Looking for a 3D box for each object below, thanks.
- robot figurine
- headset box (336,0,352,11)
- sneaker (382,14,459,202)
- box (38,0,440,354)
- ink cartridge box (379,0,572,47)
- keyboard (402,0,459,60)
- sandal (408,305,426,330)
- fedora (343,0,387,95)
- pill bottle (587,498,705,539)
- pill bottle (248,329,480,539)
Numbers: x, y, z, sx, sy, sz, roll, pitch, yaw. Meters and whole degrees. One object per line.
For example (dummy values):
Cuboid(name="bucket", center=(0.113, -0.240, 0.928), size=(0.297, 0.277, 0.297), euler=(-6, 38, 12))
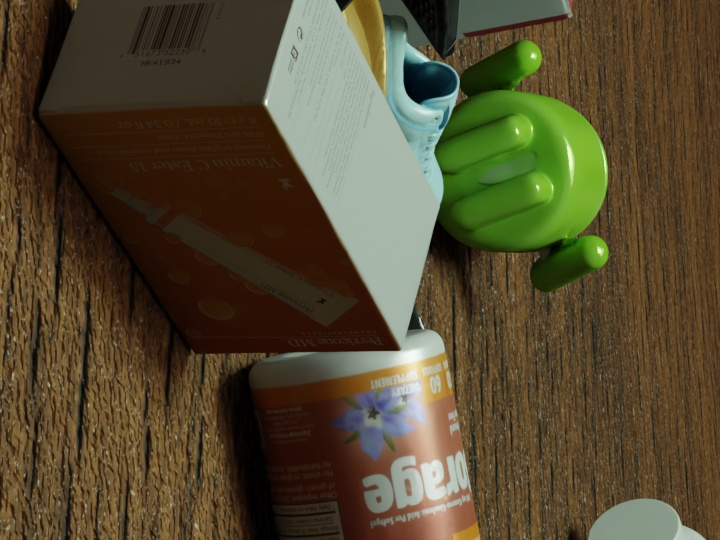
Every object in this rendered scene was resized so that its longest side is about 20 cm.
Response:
Cuboid(name="robot figurine", center=(0.114, -0.071, 1.905), size=(0.176, 0.115, 0.200), euler=(69, 16, 5))
Cuboid(name="headset box", center=(-0.031, -0.233, 1.452), size=(0.149, 0.075, 0.200), euler=(41, 35, -7))
Cuboid(name="sneaker", center=(0.032, -0.096, 1.715), size=(0.200, 0.082, 0.074), euler=(54, 31, -55))
Cuboid(name="box", center=(-0.056, -0.054, 1.318), size=(0.200, 0.124, 0.098), euler=(60, 36, -47))
Cuboid(name="ink cartridge box", center=(0.078, -0.252, 1.843), size=(0.200, 0.146, 0.083), euler=(-78, 153, -49))
Cuboid(name="keyboard", center=(0.018, -0.235, 1.676), size=(0.200, 0.021, 0.127), euler=(-121, -155, -42))
Cuboid(name="sandal", center=(0.000, 0.000, 1.581), size=(0.200, 0.045, 0.075), euler=(-112, 178, -58))
Cuboid(name="fedora", center=(-0.034, -0.133, 1.523), size=(0.201, 0.081, 0.202), euler=(-11, 90, -73))
Cuboid(name="pill bottle", center=(0.247, 0.285, 2.135), size=(0.113, 0.112, 0.200), euler=(-78, 152, -51))
Cuboid(name="pill bottle", center=(0.009, 0.139, 1.455), size=(0.112, 0.112, 0.201), euler=(-17, 97, -73))
